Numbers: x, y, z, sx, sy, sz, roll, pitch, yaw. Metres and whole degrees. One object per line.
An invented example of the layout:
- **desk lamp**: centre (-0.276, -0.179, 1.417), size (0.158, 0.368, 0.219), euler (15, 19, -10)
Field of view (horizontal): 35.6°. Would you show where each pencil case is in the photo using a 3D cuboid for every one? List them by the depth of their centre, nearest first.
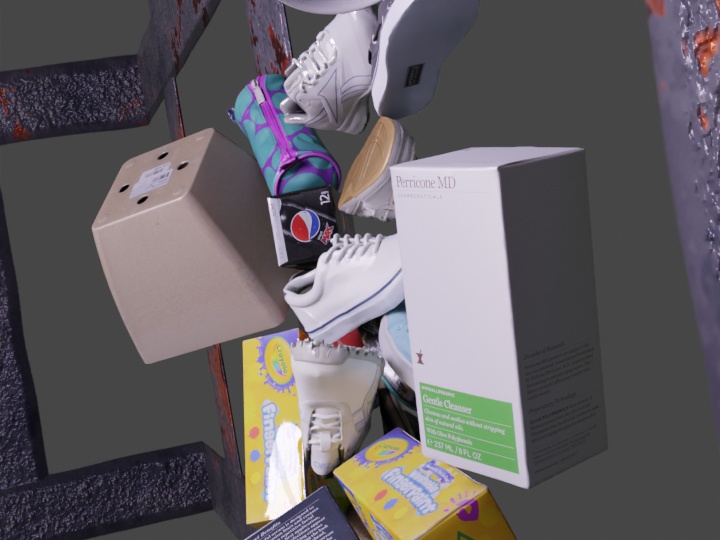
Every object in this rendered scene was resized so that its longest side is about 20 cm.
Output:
- **pencil case**: centre (-0.088, -0.146, 1.289), size (0.093, 0.084, 0.201), euler (58, -178, -42)

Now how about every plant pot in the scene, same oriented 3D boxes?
- **plant pot**: centre (-0.194, -0.043, 1.308), size (0.178, 0.198, 0.201), euler (58, -152, -32)

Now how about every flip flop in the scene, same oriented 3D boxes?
- **flip flop**: centre (0.046, 0.129, 1.059), size (0.201, 0.057, 0.082), euler (-99, 1, -65)

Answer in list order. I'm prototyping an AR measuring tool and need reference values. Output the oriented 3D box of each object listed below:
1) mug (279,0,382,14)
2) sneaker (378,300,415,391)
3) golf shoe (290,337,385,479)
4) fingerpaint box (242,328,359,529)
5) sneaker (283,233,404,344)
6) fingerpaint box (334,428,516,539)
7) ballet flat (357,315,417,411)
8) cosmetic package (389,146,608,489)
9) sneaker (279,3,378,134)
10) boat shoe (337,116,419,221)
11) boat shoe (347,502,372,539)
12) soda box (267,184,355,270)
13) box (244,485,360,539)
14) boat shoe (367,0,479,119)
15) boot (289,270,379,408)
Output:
- **mug**: centre (-0.014, -0.332, 0.868), size (0.200, 0.146, 0.177), euler (-43, 44, 35)
- **sneaker**: centre (0.077, 0.065, 0.897), size (0.200, 0.073, 0.083), euler (51, 133, 50)
- **golf shoe**: centre (-0.020, 0.121, 0.945), size (0.200, 0.077, 0.099), euler (74, -157, -66)
- **fingerpaint box**: centre (-0.062, 0.190, 1.221), size (0.167, 0.072, 0.203), euler (46, -145, -58)
- **sneaker**: centre (0.000, 0.000, 0.969), size (0.200, 0.071, 0.073), euler (-38, 16, 40)
- **fingerpaint box**: centre (0.069, 0.229, 0.868), size (0.168, 0.073, 0.200), euler (61, 168, -13)
- **ballet flat**: centre (0.031, 0.044, 1.039), size (0.201, 0.071, 0.073), euler (-121, 26, -49)
- **cosmetic package**: centre (0.091, 0.024, 0.733), size (0.107, 0.084, 0.203), euler (5, 107, 52)
- **sneaker**: centre (-0.024, -0.184, 1.047), size (0.200, 0.086, 0.075), euler (115, 144, -61)
- **boat shoe**: centre (0.030, -0.080, 0.967), size (0.200, 0.069, 0.072), euler (154, 138, -81)
- **boat shoe**: centre (0.035, 0.287, 1.146), size (0.200, 0.071, 0.068), euler (-138, 36, -70)
- **soda box**: centre (-0.043, -0.039, 1.125), size (0.200, 0.062, 0.072), euler (20, -120, -85)
- **box**: centre (-0.011, 0.305, 0.932), size (0.149, 0.106, 0.200), euler (62, 172, -25)
- **boat shoe**: centre (0.041, -0.191, 0.869), size (0.200, 0.069, 0.067), euler (104, 150, -71)
- **boot**: centre (-0.020, 0.075, 1.231), size (0.200, 0.072, 0.146), euler (-129, 21, -71)
